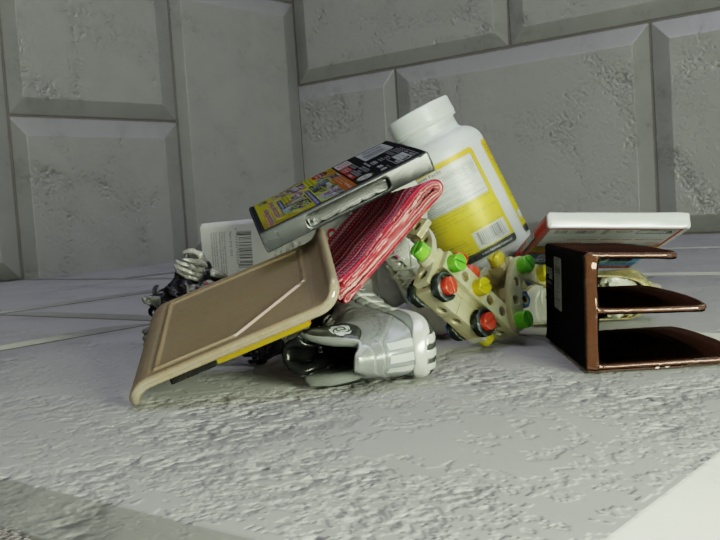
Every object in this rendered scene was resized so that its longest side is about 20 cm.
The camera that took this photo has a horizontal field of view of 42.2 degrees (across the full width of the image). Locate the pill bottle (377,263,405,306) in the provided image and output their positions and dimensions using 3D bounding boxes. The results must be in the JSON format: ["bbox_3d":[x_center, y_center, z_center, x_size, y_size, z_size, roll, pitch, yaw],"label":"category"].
[{"bbox_3d":[0.000,0.000,1.188,0.199,0.113,0.112,-13,-2,34],"label":"pill bottle"}]

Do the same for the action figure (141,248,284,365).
[{"bbox_3d":[-0.174,0.038,0.988,0.199,0.120,0.102,8,-11,34],"label":"action figure"}]

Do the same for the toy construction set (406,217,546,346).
[{"bbox_3d":[0.107,0.001,0.966,0.199,0.132,0.092,32,-32,-15],"label":"toy construction set"}]

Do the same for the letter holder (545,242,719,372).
[{"bbox_3d":[0.259,0.026,0.869,0.141,0.101,0.200,-2,4,2],"label":"letter holder"}]

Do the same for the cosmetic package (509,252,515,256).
[{"bbox_3d":[0.182,0.006,1.155,0.199,0.051,0.083,-24,4,5],"label":"cosmetic package"}]

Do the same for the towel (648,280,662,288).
[{"bbox_3d":[0.276,0.035,1.212,0.199,0.035,0.133,-6,3,-5],"label":"towel"}]

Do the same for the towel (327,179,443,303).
[{"bbox_3d":[-0.004,-0.029,0.907,0.145,0.022,0.200,-48,14,-13],"label":"towel"}]

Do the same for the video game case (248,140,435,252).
[{"bbox_3d":[-0.028,-0.083,0.982,0.180,0.026,0.200,-26,14,-4],"label":"video game case"}]

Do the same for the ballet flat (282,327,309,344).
[{"bbox_3d":[-0.058,0.054,1.017,0.199,0.072,0.072,-2,4,15],"label":"ballet flat"}]

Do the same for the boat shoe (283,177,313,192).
[{"bbox_3d":[-0.042,-0.080,1.167,0.199,0.075,0.073,-23,17,18],"label":"boat shoe"}]

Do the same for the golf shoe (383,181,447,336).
[{"bbox_3d":[0.047,-0.015,1.050,0.091,0.201,0.075,-12,-16,-48],"label":"golf shoe"}]

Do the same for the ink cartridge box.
[{"bbox_3d":[-0.082,0.008,1.113,0.199,0.146,0.084,-2,5,25],"label":"ink cartridge box"}]

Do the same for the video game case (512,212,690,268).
[{"bbox_3d":[0.251,-0.030,1.007,0.142,0.018,0.200,0,-12,-1],"label":"video game case"}]

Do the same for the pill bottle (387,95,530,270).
[{"bbox_3d":[0.113,-0.101,1.119,0.112,0.201,0.112,-27,4,2],"label":"pill bottle"}]

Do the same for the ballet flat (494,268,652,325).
[{"bbox_3d":[0.244,0.032,1.078,0.199,0.071,0.071,-4,4,-5],"label":"ballet flat"}]

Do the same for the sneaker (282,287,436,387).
[{"bbox_3d":[-0.028,0.060,0.846,0.115,0.076,0.200,-9,7,-29],"label":"sneaker"}]

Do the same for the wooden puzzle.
[{"bbox_3d":[-0.110,0.040,0.842,0.199,0.037,0.185,-27,19,3],"label":"wooden puzzle"}]
